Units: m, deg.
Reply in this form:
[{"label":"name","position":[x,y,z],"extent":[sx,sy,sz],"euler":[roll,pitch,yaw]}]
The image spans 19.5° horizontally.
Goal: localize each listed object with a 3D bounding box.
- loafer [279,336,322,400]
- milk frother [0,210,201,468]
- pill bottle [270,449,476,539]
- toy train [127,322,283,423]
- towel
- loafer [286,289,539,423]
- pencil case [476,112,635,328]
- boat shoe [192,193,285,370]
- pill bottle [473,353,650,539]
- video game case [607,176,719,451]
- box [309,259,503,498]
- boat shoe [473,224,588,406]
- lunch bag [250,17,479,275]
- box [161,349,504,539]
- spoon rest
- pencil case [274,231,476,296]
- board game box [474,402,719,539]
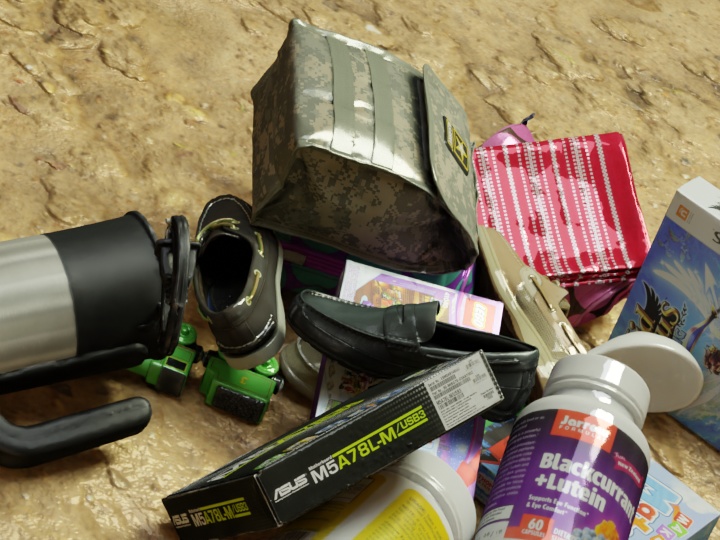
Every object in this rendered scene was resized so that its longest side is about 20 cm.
[{"label":"loafer","position":[0.029,0.074,1.745],"extent":[0.198,0.069,0.076],"euler":[6,36,-22]},{"label":"milk frother","position":[-0.225,0.024,1.534],"extent":[0.187,0.201,0.181],"euler":[-12,54,-24]},{"label":"pill bottle","position":[-0.002,0.212,1.493],"extent":[0.114,0.115,0.200],"euler":[32,35,16]},{"label":"toy train","position":[-0.158,0.068,1.678],"extent":[0.199,0.042,0.057],"euler":[21,44,-2]},{"label":"towel","position":[0.155,-0.051,1.886],"extent":[0.198,0.023,0.146],"euler":[-7,68,-6]},{"label":"loafer","position":[0.042,0.052,1.621],"extent":[0.199,0.071,0.068],"euler":[20,24,-2]},{"label":"pencil case","position":[0.178,-0.043,1.945],"extent":[0.201,0.091,0.093],"euler":[57,25,17]},{"label":"boat shoe","position":[-0.102,-0.006,1.695],"extent":[0.071,0.061,0.202],"euler":[-25,37,6]},{"label":"pill bottle","position":[0.157,0.166,1.593],"extent":[0.111,0.112,0.201],"euler":[22,55,1]},{"label":"video game case","position":[0.318,0.051,1.820],"extent":[0.181,0.201,0.045],"euler":[37,38,24]},{"label":"box","position":[0.033,0.100,1.665],"extent":[0.136,0.039,0.201],"euler":[15,58,-6]},{"label":"boat shoe","position":[0.145,0.039,1.786],"extent":[0.064,0.072,0.201],"euler":[-12,52,-14]},{"label":"lunch bag","position":[0.015,-0.098,1.755],"extent":[0.199,0.118,0.165],"euler":[18,43,-20]},{"label":"box","position":[-0.022,0.128,1.496],"extent":[0.199,0.193,0.048],"euler":[-27,93,-26]},{"label":"spoon rest","position":[0.199,0.083,1.824],"extent":[0.198,0.100,0.061],"euler":[12,53,11]},{"label":"pencil case","position":[0.000,0.000,1.802],"extent":[0.198,0.086,0.092],"euler":[16,11,3]},{"label":"board game box","position":[0.176,0.176,1.713],"extent":[0.200,0.037,0.151],"euler":[39,37,22]}]
